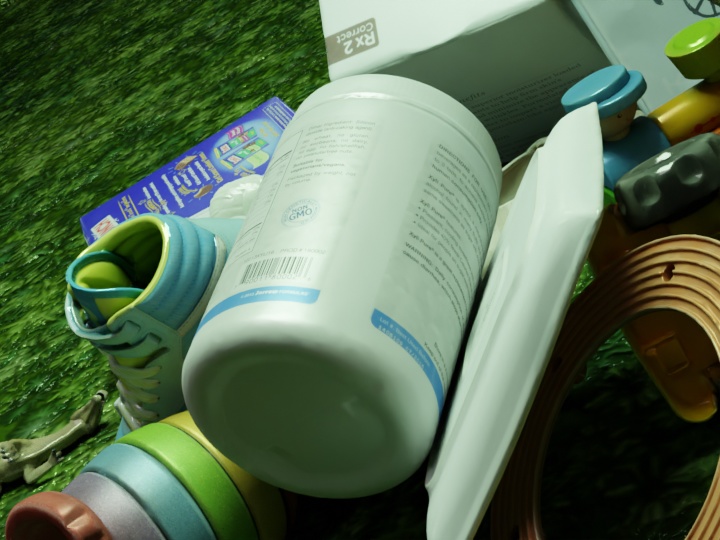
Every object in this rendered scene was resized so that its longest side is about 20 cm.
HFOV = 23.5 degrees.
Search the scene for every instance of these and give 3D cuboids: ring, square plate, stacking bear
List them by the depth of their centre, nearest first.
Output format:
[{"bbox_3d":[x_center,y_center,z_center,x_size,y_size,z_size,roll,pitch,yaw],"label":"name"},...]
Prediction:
[{"bbox_3d":[0.120,0.081,0.753,0.200,0.019,0.201,-43,36,43],"label":"ring"},{"bbox_3d":[0.073,0.027,0.855,0.198,0.028,0.200,-73,3,-69],"label":"square plate"},{"bbox_3d":[-0.081,0.123,0.941,0.200,0.122,0.114,-33,20,-31],"label":"stacking bear"}]

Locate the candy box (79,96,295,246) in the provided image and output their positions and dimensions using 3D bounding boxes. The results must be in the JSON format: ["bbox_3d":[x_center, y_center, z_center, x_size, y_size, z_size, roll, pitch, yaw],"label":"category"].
[{"bbox_3d":[-0.118,-0.045,1.396,0.200,0.077,0.169,-31,22,-4],"label":"candy box"}]

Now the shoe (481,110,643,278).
[{"bbox_3d":[0.121,-0.052,1.131,0.200,0.053,0.070,-37,22,-17],"label":"shoe"}]

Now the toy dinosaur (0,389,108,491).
[{"bbox_3d":[-0.269,0.143,1.230,0.200,0.058,0.101,-17,9,12],"label":"toy dinosaur"}]

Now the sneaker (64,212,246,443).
[{"bbox_3d":[-0.129,0.052,0.984,0.080,0.130,0.200,32,104,40],"label":"sneaker"}]

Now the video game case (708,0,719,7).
[{"bbox_3d":[0.290,-0.145,0.966,0.143,0.200,0.019,-2,75,51],"label":"video game case"}]

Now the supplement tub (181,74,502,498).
[{"bbox_3d":[-0.005,0.006,0.912,0.132,0.132,0.200,-16,36,33],"label":"supplement tub"}]

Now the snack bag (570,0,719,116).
[{"bbox_3d":[0.232,-0.178,1.095,0.200,0.189,0.021,-34,2,-9],"label":"snack bag"}]

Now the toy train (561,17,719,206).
[{"bbox_3d":[0.221,-0.100,1.021,0.200,0.116,0.085,-32,22,-3],"label":"toy train"}]

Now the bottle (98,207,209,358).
[{"bbox_3d":[-0.109,0.000,1.275,0.200,0.084,0.065,-28,24,8],"label":"bottle"}]

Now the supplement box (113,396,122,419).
[{"bbox_3d":[-0.055,0.046,1.133,0.109,0.061,0.200,-6,31,44],"label":"supplement box"}]

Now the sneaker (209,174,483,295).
[{"bbox_3d":[0.000,0.000,1.060,0.072,0.200,0.072,-62,-16,-6],"label":"sneaker"}]

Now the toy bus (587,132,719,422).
[{"bbox_3d":[0.221,-0.033,0.876,0.200,0.136,0.192,-28,8,13],"label":"toy bus"}]

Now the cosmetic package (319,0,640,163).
[{"bbox_3d":[0.086,-0.192,1.216,0.165,0.200,0.165,-19,65,24],"label":"cosmetic package"}]
